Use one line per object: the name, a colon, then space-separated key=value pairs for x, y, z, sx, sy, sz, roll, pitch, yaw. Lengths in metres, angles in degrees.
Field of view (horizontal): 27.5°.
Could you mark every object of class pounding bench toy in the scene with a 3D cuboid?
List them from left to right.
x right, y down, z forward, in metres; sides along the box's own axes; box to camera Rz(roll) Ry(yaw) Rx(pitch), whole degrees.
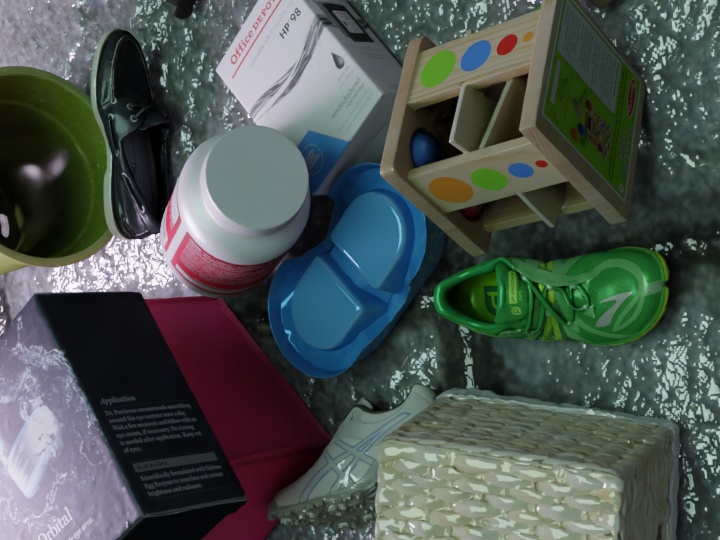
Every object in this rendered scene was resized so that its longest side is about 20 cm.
pounding bench toy: x=0.114 y=-0.136 z=1.100 sx=0.155 sy=0.124 sz=0.202 roll=-13 pitch=52 yaw=39

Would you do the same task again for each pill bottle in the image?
pill bottle: x=-0.104 y=-0.050 z=1.236 sx=0.200 sy=0.111 sz=0.114 roll=137 pitch=119 yaw=-71

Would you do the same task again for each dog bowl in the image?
dog bowl: x=0.000 y=0.000 z=1.248 sx=0.112 sy=0.049 sz=0.201 roll=47 pitch=120 yaw=24

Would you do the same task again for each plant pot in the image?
plant pot: x=-0.360 y=-0.073 z=1.470 sx=0.189 sy=0.198 sz=0.203 roll=-27 pitch=75 yaw=50

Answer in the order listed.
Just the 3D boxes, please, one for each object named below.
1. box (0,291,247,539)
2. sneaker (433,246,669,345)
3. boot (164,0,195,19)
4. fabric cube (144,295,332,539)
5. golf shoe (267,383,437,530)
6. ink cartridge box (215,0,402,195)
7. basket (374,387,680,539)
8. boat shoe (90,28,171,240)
box: x=-0.223 y=0.154 z=1.150 sx=0.197 sy=0.117 sz=0.201 roll=-45 pitch=64 yaw=29
sneaker: x=0.142 y=0.024 z=1.114 sx=0.198 sy=0.083 sz=0.075 roll=-7 pitch=87 yaw=38
boot: x=-0.200 y=-0.349 z=1.382 sx=0.200 sy=0.077 sz=0.139 roll=49 pitch=125 yaw=27
fabric cube: x=-0.183 y=0.165 z=1.315 sx=0.200 sy=0.195 sz=0.200 roll=49 pitch=118 yaw=27
golf shoe: x=0.000 y=0.162 z=1.257 sx=0.198 sy=0.078 sz=0.099 roll=-24 pitch=61 yaw=32
ink cartridge box: x=-0.048 y=-0.175 z=1.267 sx=0.201 sy=0.066 sz=0.116 roll=52 pitch=122 yaw=24
basket: x=0.116 y=0.205 z=1.071 sx=0.197 sy=0.160 sz=0.202 roll=6 pitch=98 yaw=26
boat shoe: x=-0.209 y=-0.129 z=1.397 sx=0.065 sy=0.074 sz=0.203 roll=3 pitch=95 yaw=36
